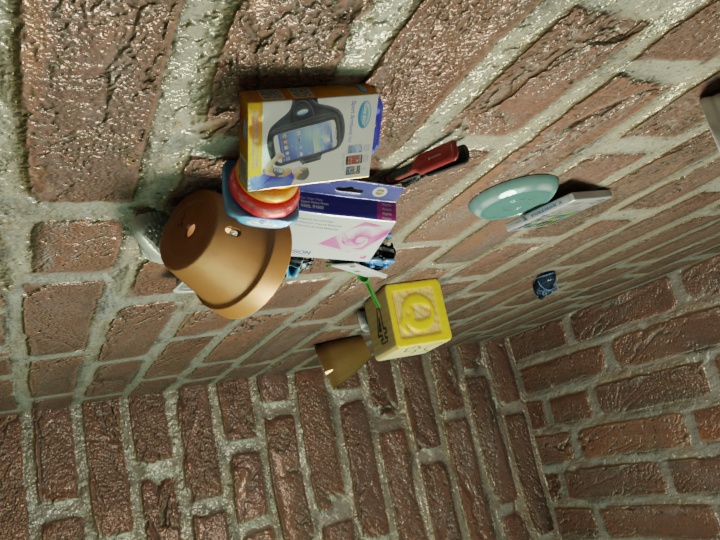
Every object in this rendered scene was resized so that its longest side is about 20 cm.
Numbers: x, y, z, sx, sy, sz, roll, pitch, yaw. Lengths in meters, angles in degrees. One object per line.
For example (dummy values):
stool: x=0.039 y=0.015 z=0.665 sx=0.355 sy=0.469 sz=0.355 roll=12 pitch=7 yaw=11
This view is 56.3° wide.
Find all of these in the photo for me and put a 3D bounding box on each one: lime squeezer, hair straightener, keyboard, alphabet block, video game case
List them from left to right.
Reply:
lime squeezer: x=-0.014 y=0.015 z=1.701 sx=0.037 sy=0.071 sz=0.199 roll=-4 pitch=145 yaw=48
keyboard: x=0.000 y=0.000 z=1.441 sx=0.055 sy=0.011 sz=0.200 roll=4 pitch=174 yaw=22
alphabet block: x=0.143 y=0.155 z=2.086 sx=0.193 sy=0.199 sz=0.200 roll=-8 pitch=165 yaw=-23
hair straightener: x=0.107 y=-0.166 z=1.162 sx=0.199 sy=0.042 sz=0.076 roll=-25 pitch=161 yaw=39
video game case: x=0.457 y=-0.139 z=1.548 sx=0.198 sy=0.022 sz=0.181 roll=-11 pitch=168 yaw=-46

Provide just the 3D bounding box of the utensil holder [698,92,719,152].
utensil holder: x=0.691 y=-0.247 z=1.106 sx=0.198 sy=0.172 sz=0.169 roll=-22 pitch=163 yaw=29

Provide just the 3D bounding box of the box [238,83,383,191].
box: x=-0.056 y=-0.173 z=0.865 sx=0.197 sy=0.042 sz=0.120 roll=-10 pitch=128 yaw=-22

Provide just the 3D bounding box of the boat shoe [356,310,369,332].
boat shoe: x=0.049 y=0.165 z=2.300 sx=0.064 sy=0.075 sz=0.201 roll=-25 pitch=166 yaw=23

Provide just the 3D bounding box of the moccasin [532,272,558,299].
moccasin: x=0.671 y=0.057 z=2.416 sx=0.079 sy=0.069 sz=0.200 roll=-14 pitch=165 yaw=4

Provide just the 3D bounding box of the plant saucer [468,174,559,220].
plant saucer: x=0.330 y=-0.150 z=1.442 sx=0.197 sy=0.028 sz=0.200 roll=-12 pitch=166 yaw=-3

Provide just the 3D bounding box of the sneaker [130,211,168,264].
sneaker: x=-0.355 y=-0.046 z=1.170 sx=0.079 sy=0.078 sz=0.200 roll=-5 pitch=165 yaw=8

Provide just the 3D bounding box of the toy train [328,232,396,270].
toy train: x=-0.007 y=-0.041 z=1.454 sx=0.113 sy=0.088 sz=0.199 roll=-16 pitch=167 yaw=36

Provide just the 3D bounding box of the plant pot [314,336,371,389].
plant pot: x=-0.061 y=0.355 z=2.743 sx=0.198 sy=0.188 sz=0.187 roll=-25 pitch=166 yaw=-3

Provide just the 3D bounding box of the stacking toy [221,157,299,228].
stacking toy: x=-0.114 y=-0.159 z=0.928 sx=0.114 sy=0.111 sz=0.201 roll=5 pitch=144 yaw=-25

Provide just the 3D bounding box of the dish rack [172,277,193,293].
dish rack: x=-0.298 y=-0.001 z=1.435 sx=0.170 sy=0.044 sz=0.199 roll=-3 pitch=162 yaw=-36

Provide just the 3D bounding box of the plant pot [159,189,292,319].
plant pot: x=-0.229 y=-0.038 z=1.095 sx=0.198 sy=0.203 sz=0.140 roll=-21 pitch=148 yaw=30

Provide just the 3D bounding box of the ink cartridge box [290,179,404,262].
ink cartridge box: x=-0.042 y=-0.086 z=1.202 sx=0.193 sy=0.044 sz=0.200 roll=4 pitch=149 yaw=-20

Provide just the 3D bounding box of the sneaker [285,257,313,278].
sneaker: x=-0.103 y=-0.049 z=1.339 sx=0.072 sy=0.083 sz=0.200 roll=0 pitch=159 yaw=-32
